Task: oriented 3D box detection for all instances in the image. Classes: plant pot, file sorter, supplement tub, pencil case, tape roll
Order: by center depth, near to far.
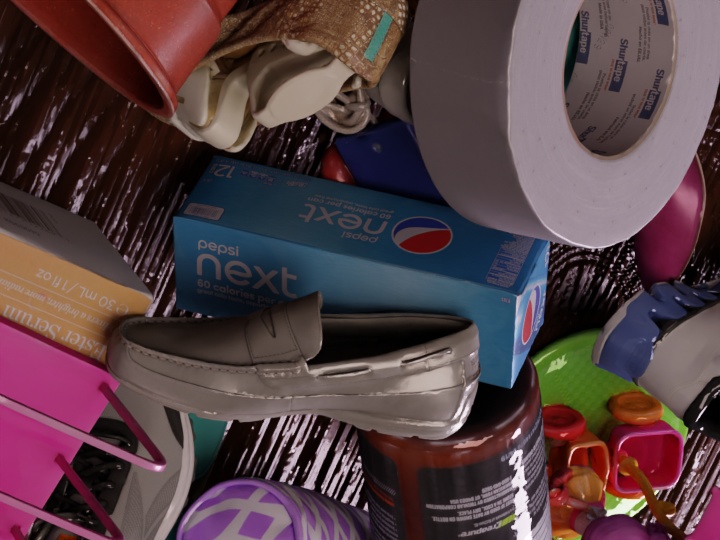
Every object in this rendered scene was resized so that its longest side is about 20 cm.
[{"bbox_3d":[-0.103,-0.216,1.503,0.195,0.201,0.201,-47,125,-8],"label":"plant pot"},{"bbox_3d":[-0.211,0.134,1.518,0.139,0.125,0.201,27,100,-33],"label":"file sorter"},{"bbox_3d":[0.112,-0.115,1.568,0.200,0.066,0.202,-20,116,-48],"label":"tape roll"},{"bbox_3d":[0.056,0.134,1.697,0.106,0.107,0.201,-20,132,-16],"label":"supplement tub"},{"bbox_3d":[-0.036,0.171,1.735,0.085,0.084,0.200,-18,160,16],"label":"pencil case"}]

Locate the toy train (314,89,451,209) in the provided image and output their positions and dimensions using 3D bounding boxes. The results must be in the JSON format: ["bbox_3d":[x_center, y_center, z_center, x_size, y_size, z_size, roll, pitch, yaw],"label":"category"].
[{"bbox_3d":[0.030,-0.088,1.676,0.084,0.116,0.201,-13,119,31],"label":"toy train"}]

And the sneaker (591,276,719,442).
[{"bbox_3d":[0.241,0.056,1.804,0.199,0.115,0.081,-19,148,-41],"label":"sneaker"}]

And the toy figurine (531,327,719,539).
[{"bbox_3d":[0.152,0.143,1.793,0.199,0.184,0.151,-7,117,-22],"label":"toy figurine"}]

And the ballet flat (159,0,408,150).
[{"bbox_3d":[-0.058,-0.102,1.568,0.070,0.200,0.066,33,54,-29],"label":"ballet flat"}]

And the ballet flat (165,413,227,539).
[{"bbox_3d":[-0.125,0.123,1.711,0.070,0.065,0.201,28,69,-37],"label":"ballet flat"}]

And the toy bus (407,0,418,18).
[{"bbox_3d":[0.041,-0.234,1.591,0.065,0.078,0.201,37,61,-34],"label":"toy bus"}]

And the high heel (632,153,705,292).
[{"bbox_3d":[0.156,-0.079,1.769,0.096,0.067,0.201,-1,109,-14],"label":"high heel"}]

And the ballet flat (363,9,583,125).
[{"bbox_3d":[0.073,-0.126,1.631,0.199,0.069,0.070,-17,123,-43],"label":"ballet flat"}]

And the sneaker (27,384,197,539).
[{"bbox_3d":[-0.144,0.136,1.632,0.079,0.074,0.201,37,61,-65],"label":"sneaker"}]

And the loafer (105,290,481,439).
[{"bbox_3d":[-0.035,0.041,1.577,0.199,0.070,0.070,5,119,-9],"label":"loafer"}]

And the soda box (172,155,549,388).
[{"bbox_3d":[0.000,0.000,1.636,0.199,0.064,0.068,14,130,15],"label":"soda box"}]

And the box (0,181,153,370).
[{"bbox_3d":[-0.234,0.052,1.608,0.152,0.106,0.201,23,102,-32],"label":"box"}]
